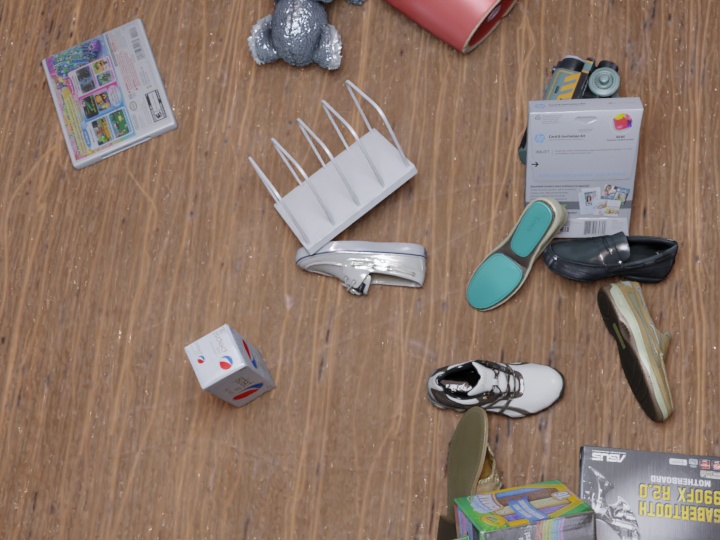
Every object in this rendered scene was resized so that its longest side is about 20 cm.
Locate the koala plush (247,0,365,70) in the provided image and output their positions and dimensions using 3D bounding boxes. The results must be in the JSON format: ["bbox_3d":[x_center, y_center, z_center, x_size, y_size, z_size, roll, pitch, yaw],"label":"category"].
[{"bbox_3d":[-0.091,-0.413,1.433,0.173,0.184,0.205,11,89,10],"label":"koala plush"}]

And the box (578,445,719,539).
[{"bbox_3d":[0.392,0.325,1.245,0.195,0.048,0.162,4,76,8],"label":"box"}]

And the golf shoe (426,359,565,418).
[{"bbox_3d":[0.190,0.163,1.287,0.195,0.095,0.080,-5,74,4],"label":"golf shoe"}]

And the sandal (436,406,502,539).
[{"bbox_3d":[0.162,0.298,1.281,0.068,0.077,0.217,13,87,-28],"label":"sandal"}]

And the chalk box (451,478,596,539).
[{"bbox_3d":[0.191,0.361,1.187,0.195,0.124,0.128,-7,97,-9],"label":"chalk box"}]

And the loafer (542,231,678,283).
[{"bbox_3d":[0.350,-0.025,1.295,0.196,0.071,0.069,2,45,-14],"label":"loafer"}]

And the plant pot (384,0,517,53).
[{"bbox_3d":[0.142,-0.443,1.400,0.177,0.201,0.200,44,85,6],"label":"plant pot"}]

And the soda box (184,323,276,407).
[{"bbox_3d":[-0.176,0.136,1.282,0.067,0.200,0.065,-28,73,-2],"label":"soda box"}]

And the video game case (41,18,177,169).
[{"bbox_3d":[-0.410,-0.289,1.506,0.179,0.024,0.204,-22,76,2],"label":"video game case"}]

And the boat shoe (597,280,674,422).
[{"bbox_3d":[0.402,0.106,1.291,0.074,0.072,0.204,-15,75,-9],"label":"boat shoe"}]

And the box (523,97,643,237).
[{"bbox_3d":[0.309,-0.141,1.304,0.152,0.203,0.042,-1,36,7],"label":"box"}]

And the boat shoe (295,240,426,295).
[{"bbox_3d":[0.000,0.000,1.365,0.195,0.071,0.072,1,73,0],"label":"boat shoe"}]

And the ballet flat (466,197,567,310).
[{"bbox_3d":[0.227,-0.023,1.332,0.070,0.069,0.201,45,119,15],"label":"ballet flat"}]

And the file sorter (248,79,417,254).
[{"bbox_3d":[-0.047,-0.156,1.350,0.199,0.125,0.139,-37,41,-3],"label":"file sorter"}]

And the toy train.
[{"bbox_3d":[0.313,-0.228,1.377,0.112,0.085,0.204,19,79,21],"label":"toy train"}]
